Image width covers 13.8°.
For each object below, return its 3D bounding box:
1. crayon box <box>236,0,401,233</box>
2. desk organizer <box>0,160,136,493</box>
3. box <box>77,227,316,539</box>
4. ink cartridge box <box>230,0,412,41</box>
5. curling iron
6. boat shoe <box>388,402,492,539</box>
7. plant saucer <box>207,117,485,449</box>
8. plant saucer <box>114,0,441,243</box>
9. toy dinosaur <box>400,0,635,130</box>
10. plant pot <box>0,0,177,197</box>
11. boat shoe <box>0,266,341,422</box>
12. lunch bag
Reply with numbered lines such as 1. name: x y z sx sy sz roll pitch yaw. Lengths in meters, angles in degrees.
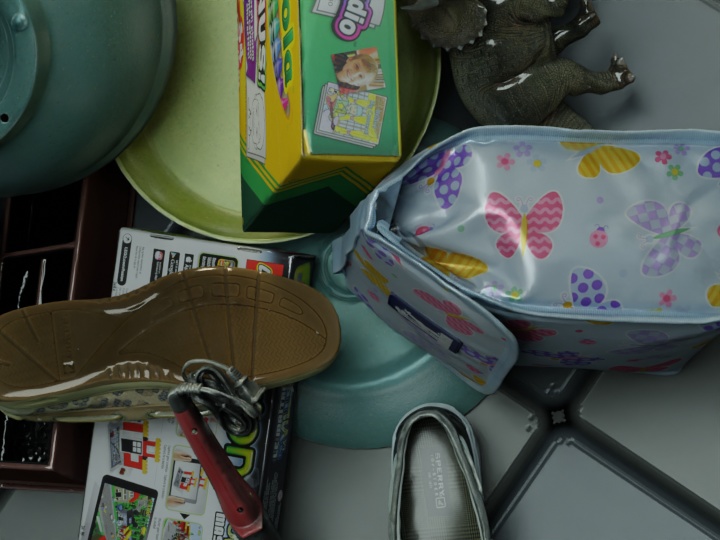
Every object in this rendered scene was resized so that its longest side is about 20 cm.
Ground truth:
1. crayon box: -0.025 -0.135 1.564 0.058 0.173 0.200 0 78 -11
2. desk organizer: -0.182 0.023 1.702 0.072 0.077 0.200 3 79 15
3. box: -0.094 0.082 1.663 0.110 0.035 0.200 9 92 21
4. ink cartridge box: 0.019 -0.200 1.716 0.200 0.048 0.146 -11 76 8
5. curling iron: -0.056 0.129 1.600 0.050 0.200 0.026 -1 38 23
6. boat shoe: 0.043 0.171 1.612 0.072 0.071 0.200 -13 82 10
7. plant saucer: 0.000 0.000 1.682 0.200 0.036 0.200 -3 78 14
8. plant saucer: -0.050 -0.110 1.674 0.200 0.031 0.200 -3 79 13
9. toy dinosaur: 0.086 -0.121 1.635 0.102 0.200 0.077 -29 36 -1
10. plant pot: -0.211 -0.127 1.594 0.200 0.134 0.200 2 103 10
11. boat shoe: -0.108 0.045 1.616 0.200 0.063 0.073 -4 65 6
12. lunch bag: 0.091 -0.005 1.566 0.200 0.170 0.127 4 78 -7
